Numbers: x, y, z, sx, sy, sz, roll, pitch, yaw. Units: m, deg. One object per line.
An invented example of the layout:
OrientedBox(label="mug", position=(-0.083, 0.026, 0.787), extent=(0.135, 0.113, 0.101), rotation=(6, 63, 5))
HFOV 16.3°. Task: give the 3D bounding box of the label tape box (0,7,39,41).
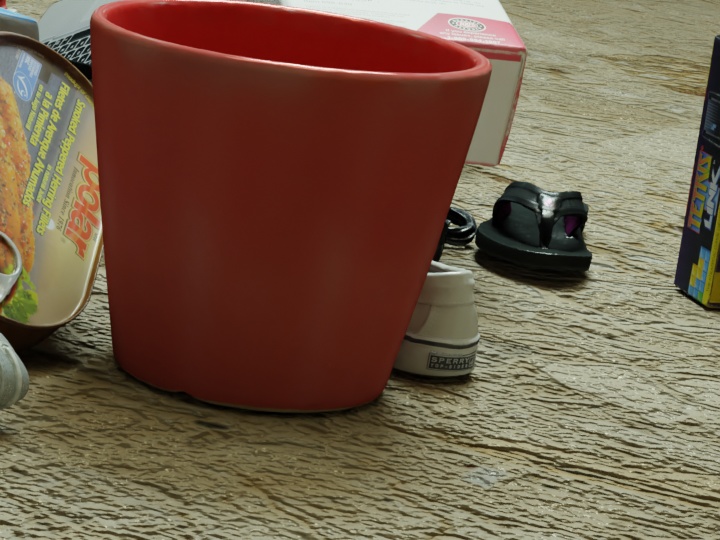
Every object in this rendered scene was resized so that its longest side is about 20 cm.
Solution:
OrientedBox(label="label tape box", position=(-0.243, -0.116, 1.425), extent=(0.066, 0.200, 0.143), rotation=(-19, 29, -39))

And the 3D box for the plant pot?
OrientedBox(label="plant pot", position=(-0.045, -0.033, 1.267), extent=(0.200, 0.178, 0.200), rotation=(8, 14, -2))

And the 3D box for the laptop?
OrientedBox(label="laptop", position=(-0.237, -0.168, 1.688), extent=(0.187, 0.116, 0.200), rotation=(-11, 39, 48))

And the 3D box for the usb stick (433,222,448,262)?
OrientedBox(label="usb stick", position=(-0.048, -0.022, 1.500), extent=(0.200, 0.033, 0.055), rotation=(4, -21, -13))

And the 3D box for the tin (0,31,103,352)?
OrientedBox(label="tin", position=(-0.182, -0.041, 1.298), extent=(0.112, 0.042, 0.200), rotation=(34, 37, -20))

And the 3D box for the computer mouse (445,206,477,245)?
OrientedBox(label="computer mouse", position=(-0.004, -0.051, 1.688), extent=(0.200, 0.034, 0.059), rotation=(28, 31, 37))

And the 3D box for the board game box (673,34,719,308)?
OrientedBox(label="board game box", position=(0.309, -0.058, 1.596), extent=(0.200, 0.166, 0.057), rotation=(3, 16, -20))

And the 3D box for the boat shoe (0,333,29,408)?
OrientedBox(label="boat shoe", position=(-0.231, 0.016, 1.190), extent=(0.065, 0.075, 0.202), rotation=(4, 17, -40))

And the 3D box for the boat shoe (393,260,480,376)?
OrientedBox(label="boat shoe", position=(0.000, 0.000, 1.390), extent=(0.072, 0.066, 0.200), rotation=(0, 16, -28))

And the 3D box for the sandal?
OrientedBox(label="sandal", position=(0.116, -0.038, 1.650), extent=(0.075, 0.048, 0.200), rotation=(9, 13, 2))

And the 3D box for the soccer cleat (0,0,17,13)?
OrientedBox(label="soccer cleat", position=(-0.245, -0.129, 1.519), extent=(0.085, 0.200, 0.069), rotation=(2, 27, 29))

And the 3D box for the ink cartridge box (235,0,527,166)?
OrientedBox(label="ink cartridge box", position=(0.007, -0.146, 1.555), extent=(0.145, 0.085, 0.200), rotation=(5, 28, -12))
